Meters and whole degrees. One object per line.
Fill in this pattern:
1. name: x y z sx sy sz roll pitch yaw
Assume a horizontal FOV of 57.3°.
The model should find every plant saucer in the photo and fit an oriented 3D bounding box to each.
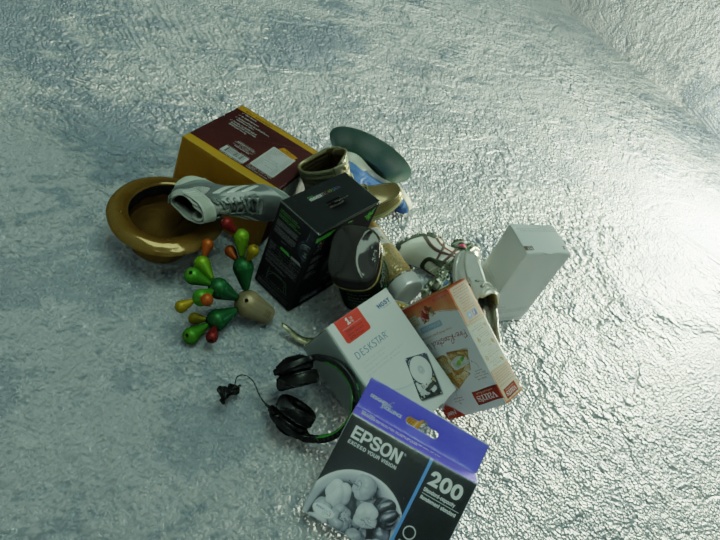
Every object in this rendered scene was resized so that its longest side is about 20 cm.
1. plant saucer: 0.013 -0.235 1.423 0.199 0.201 0.039 28 77 1

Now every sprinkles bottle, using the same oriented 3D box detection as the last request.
1. sprinkles bottle: 0.041 -0.026 1.277 0.068 0.069 0.201 -11 53 -36

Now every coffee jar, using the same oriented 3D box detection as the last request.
1. coffee jar: 0.000 0.000 1.117 0.084 0.200 0.106 6 74 9

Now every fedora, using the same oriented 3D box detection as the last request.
1. fedora: -0.331 -0.074 1.117 0.198 0.082 0.202 15 42 -14

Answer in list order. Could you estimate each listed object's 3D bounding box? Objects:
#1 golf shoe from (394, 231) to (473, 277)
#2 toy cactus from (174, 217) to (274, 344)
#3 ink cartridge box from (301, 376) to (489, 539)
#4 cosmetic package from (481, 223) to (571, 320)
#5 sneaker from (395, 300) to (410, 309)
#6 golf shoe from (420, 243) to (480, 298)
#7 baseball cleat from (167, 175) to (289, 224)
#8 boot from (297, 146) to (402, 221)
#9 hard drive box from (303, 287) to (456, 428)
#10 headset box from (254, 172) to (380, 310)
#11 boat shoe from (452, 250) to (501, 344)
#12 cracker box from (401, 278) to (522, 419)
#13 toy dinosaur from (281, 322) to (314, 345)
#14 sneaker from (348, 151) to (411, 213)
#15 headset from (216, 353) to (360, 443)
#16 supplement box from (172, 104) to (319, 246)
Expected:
1. golf shoe: 0.157 -0.021 1.332 0.198 0.077 0.089 5 52 -23
2. toy cactus: -0.201 0.034 1.047 0.164 0.102 0.202 33 62 -34
3. ink cartridge box: 0.052 0.280 0.895 0.197 0.043 0.202 28 80 3
4. cosmetic package: 0.301 0.007 1.279 0.112 0.201 0.082 1 46 -28
5. sneaker: 0.129 0.111 1.192 0.199 0.076 0.088 31 25 -1
6. golf shoe: 0.189 0.026 1.243 0.097 0.078 0.200 47 45 0
7. baseball cleat: -0.214 -0.102 1.081 0.197 0.070 0.107 7 32 0
8. boot: -0.015 -0.163 1.235 0.198 0.156 0.073 -16 48 -8
9. hard drive box: 0.032 0.154 1.031 0.155 0.077 0.201 -32 84 -43
10. headset box: -0.073 -0.057 1.147 0.093 0.201 0.174 40 41 17
11. boat shoe: 0.212 0.049 1.149 0.070 0.069 0.202 12 59 -35
12. cracker box: 0.156 0.131 1.071 0.057 0.134 0.202 -26 87 -43
13. toy dinosaur: -0.031 0.130 1.097 0.197 0.048 0.089 5 38 -20
14. sneaker: 0.017 -0.149 1.396 0.199 0.076 0.112 36 69 -30
15. headset: -0.101 0.180 0.945 0.197 0.125 0.094 4 -4 13
16. supplement box: -0.214 -0.182 1.246 0.196 0.134 0.200 32 37 6
